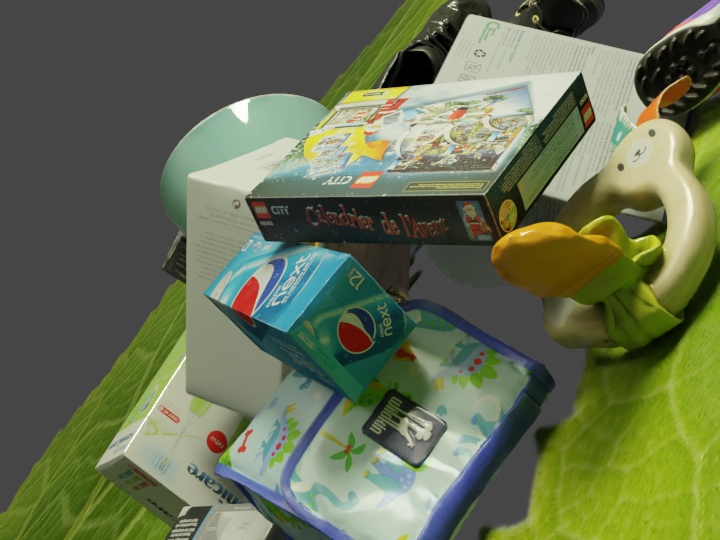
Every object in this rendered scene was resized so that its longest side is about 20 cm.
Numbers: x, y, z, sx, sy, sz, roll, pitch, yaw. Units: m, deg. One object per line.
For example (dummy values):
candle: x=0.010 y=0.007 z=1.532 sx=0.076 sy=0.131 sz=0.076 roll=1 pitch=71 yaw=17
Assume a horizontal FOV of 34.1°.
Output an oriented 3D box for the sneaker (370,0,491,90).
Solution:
sneaker: x=0.055 y=-0.167 z=0.991 sx=0.200 sy=0.060 sz=0.104 roll=-49 pitch=6 yaw=-11

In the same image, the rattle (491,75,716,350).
rattle: x=0.142 y=-0.063 z=0.727 sx=0.130 sy=0.141 sz=0.203 roll=-25 pitch=45 yaw=64

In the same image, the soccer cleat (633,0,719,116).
soccer cleat: x=0.281 y=-0.179 z=0.816 sx=0.199 sy=0.069 sz=0.073 roll=-34 pitch=3 yaw=42

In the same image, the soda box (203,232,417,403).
soda box: x=-0.041 y=0.026 z=0.796 sx=0.064 sy=0.068 sz=0.199 roll=-49 pitch=20 yaw=-11

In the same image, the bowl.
bowl: x=-0.090 y=-0.064 z=1.167 sx=0.201 sy=0.199 sz=0.106 roll=-44 pitch=54 yaw=23

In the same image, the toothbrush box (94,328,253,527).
toothbrush box: x=-0.134 y=0.145 z=1.127 sx=0.086 sy=0.145 sz=0.201 roll=-30 pitch=24 yaw=55

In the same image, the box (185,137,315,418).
box: x=-0.067 y=0.006 z=1.022 sx=0.152 sy=0.105 sz=0.204 roll=-29 pitch=-51 yaw=-55

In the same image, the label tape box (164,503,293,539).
label tape box: x=-0.125 y=0.276 z=0.883 sx=0.143 sy=0.063 sz=0.201 roll=-16 pitch=36 yaw=47

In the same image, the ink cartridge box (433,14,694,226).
ink cartridge box: x=0.146 y=-0.108 z=0.889 sx=0.044 sy=0.197 sz=0.198 roll=93 pitch=-162 yaw=-46

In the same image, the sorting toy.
sorting toy: x=0.000 y=0.000 z=0.986 sx=0.185 sy=0.036 sz=0.203 roll=-43 pitch=-36 yaw=-57

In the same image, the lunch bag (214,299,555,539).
lunch bag: x=0.019 y=0.117 z=0.790 sx=0.171 sy=0.128 sz=0.199 roll=-53 pitch=32 yaw=-17

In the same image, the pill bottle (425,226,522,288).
pill bottle: x=0.108 y=-0.077 z=0.984 sx=0.116 sy=0.115 sz=0.201 roll=-42 pitch=16 yaw=28

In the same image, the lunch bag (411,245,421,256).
lunch bag: x=0.032 y=-0.073 z=1.151 sx=0.200 sy=0.076 sz=0.163 roll=-43 pitch=-32 yaw=-60

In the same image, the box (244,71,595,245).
box: x=0.037 y=-0.073 z=0.769 sx=0.198 sy=0.038 sz=0.137 roll=2 pitch=40 yaw=41

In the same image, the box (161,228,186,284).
box: x=-0.113 y=0.000 z=1.311 sx=0.049 sy=0.198 sz=0.162 roll=-53 pitch=13 yaw=21

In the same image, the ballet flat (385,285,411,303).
ballet flat: x=0.020 y=0.103 z=0.944 sx=0.074 sy=0.068 sz=0.202 roll=-1 pitch=54 yaw=43

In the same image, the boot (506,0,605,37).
boot: x=0.175 y=-0.233 z=1.256 sx=0.151 sy=0.073 sz=0.200 roll=-51 pitch=10 yaw=-7
